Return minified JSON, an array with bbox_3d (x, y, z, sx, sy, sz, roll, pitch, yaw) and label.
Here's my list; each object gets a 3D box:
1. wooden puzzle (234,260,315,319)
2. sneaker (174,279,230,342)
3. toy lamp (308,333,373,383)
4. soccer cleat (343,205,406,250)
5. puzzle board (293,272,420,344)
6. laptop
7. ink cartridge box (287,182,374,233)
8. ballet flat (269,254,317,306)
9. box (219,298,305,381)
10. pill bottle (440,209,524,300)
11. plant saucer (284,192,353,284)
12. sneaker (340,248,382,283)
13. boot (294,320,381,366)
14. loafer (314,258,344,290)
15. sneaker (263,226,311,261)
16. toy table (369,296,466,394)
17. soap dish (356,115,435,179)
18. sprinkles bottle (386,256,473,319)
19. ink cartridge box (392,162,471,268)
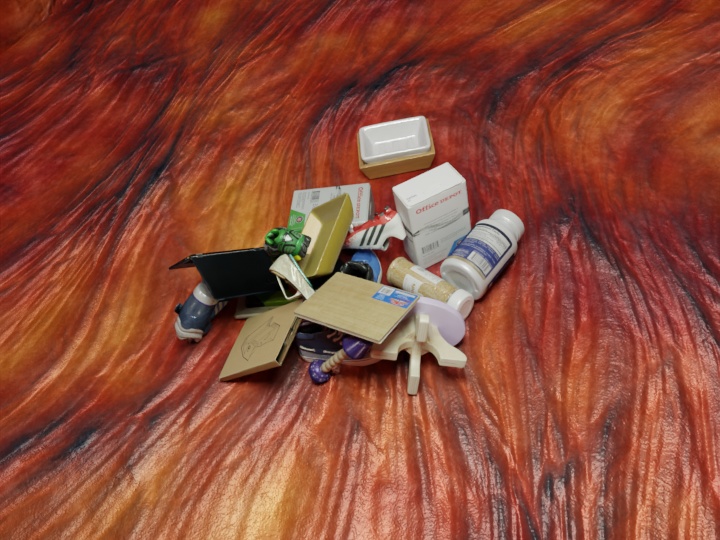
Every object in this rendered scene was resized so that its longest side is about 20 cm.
[{"bbox_3d":[-0.197,0.026,1.621,0.183,0.037,0.201,-5,47,11],"label":"wooden puzzle"},{"bbox_3d":[-0.360,0.090,1.580,0.080,0.147,0.200,34,14,1],"label":"sneaker"},{"bbox_3d":[-0.037,0.165,1.350,0.058,0.200,0.059,15,59,-26],"label":"toy lamp"},{"bbox_3d":[0.019,-0.074,1.568,0.199,0.085,0.069,-25,15,39],"label":"soccer cleat"},{"bbox_3d":[-0.006,0.070,1.323,0.199,0.018,0.151,16,40,31],"label":"puzzle board"},{"bbox_3d":[-0.297,0.016,1.548,0.186,0.117,0.199,-8,-7,-39],"label":"laptop"},{"bbox_3d":[-0.068,-0.130,1.696,0.198,0.083,0.147,-5,47,12],"label":"ink cartridge box"},{"bbox_3d":[-0.115,0.055,1.409,0.062,0.068,0.200,-36,72,-10],"label":"ballet flat"},{"bbox_3d":[-0.205,0.148,1.455,0.199,0.021,0.164,-20,36,41],"label":"box"},{"bbox_3d":[0.271,-0.040,1.502,0.111,0.112,0.200,26,59,33],"label":"pill bottle"},{"bbox_3d":[-0.088,-0.057,1.529,0.200,0.048,0.201,-13,52,61],"label":"plant saucer"},{"bbox_3d":[0.001,0.000,1.539,0.076,0.112,0.201,-4,47,12],"label":"sneaker"},{"bbox_3d":[-0.041,0.146,1.431,0.198,0.091,0.073,-5,47,11],"label":"boot"},{"bbox_3d":[-0.076,0.035,1.558,0.072,0.073,0.200,27,31,-9],"label":"loafer"},{"bbox_3d":[-0.182,-0.069,1.573,0.200,0.085,0.079,-7,56,64],"label":"sneaker"},{"bbox_3d":[0.109,0.137,1.355,0.198,0.185,0.117,-3,33,6],"label":"toy table"},{"bbox_3d":[0.093,-0.325,1.832,0.198,0.082,0.158,-11,46,6],"label":"soap dish"},{"bbox_3d":[0.149,0.040,1.493,0.199,0.069,0.068,31,62,36],"label":"sprinkles bottle"},{"bbox_3d":[0.164,-0.119,1.542,0.144,0.201,0.084,-26,47,-10],"label":"ink cartridge box"}]
